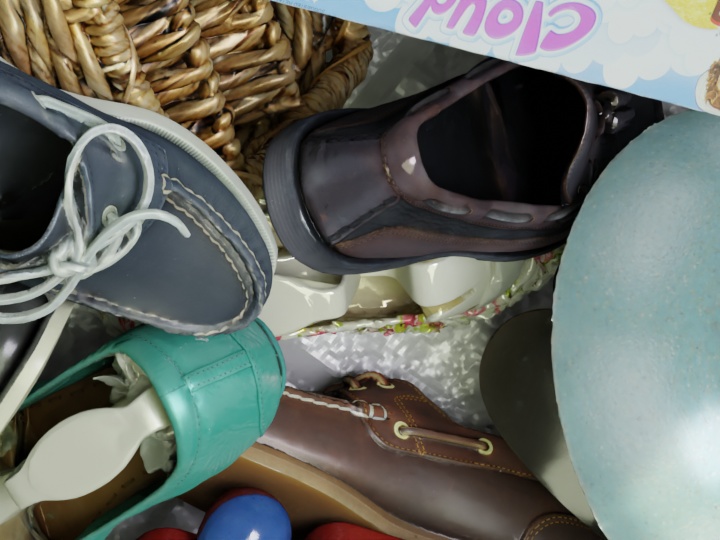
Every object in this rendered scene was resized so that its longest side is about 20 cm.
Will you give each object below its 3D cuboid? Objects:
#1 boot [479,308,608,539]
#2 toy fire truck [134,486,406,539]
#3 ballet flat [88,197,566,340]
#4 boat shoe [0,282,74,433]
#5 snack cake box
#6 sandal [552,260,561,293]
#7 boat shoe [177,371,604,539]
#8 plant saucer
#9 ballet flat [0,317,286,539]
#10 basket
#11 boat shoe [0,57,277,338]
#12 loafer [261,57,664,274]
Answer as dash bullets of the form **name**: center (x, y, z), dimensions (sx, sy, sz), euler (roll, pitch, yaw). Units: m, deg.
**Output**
- **boot**: center (0.130, 0.074, 1.123), dimensions (0.199, 0.075, 0.074), euler (29, 99, -8)
- **toy fire truck**: center (-0.028, 0.161, 1.091), dimensions (0.199, 0.112, 0.169), euler (19, 114, -10)
- **ballet flat**: center (0.000, 0.000, 1.073), dimensions (0.199, 0.064, 0.076), euler (-12, 112, -6)
- **boat shoe**: center (-0.161, 0.048, 1.012), dimensions (0.063, 0.074, 0.201), euler (39, 145, -13)
- **snack cake box**: center (0.061, -0.127, 0.952), dimensions (0.199, 0.067, 0.116), euler (12, 110, -27)
- **sandal**: center (0.158, -0.018, 1.093), dimensions (0.199, 0.043, 0.076), euler (-26, 103, -18)
- **boat shoe**: center (0.006, 0.075, 1.108), dimensions (0.199, 0.070, 0.071), euler (25, 65, -22)
- **plant saucer**: center (0.157, 0.035, 1.018), dimensions (0.200, 0.039, 0.202), euler (9, 73, -31)
- **ballet flat**: center (-0.110, 0.069, 1.036), dimensions (0.200, 0.070, 0.068), euler (-34, 79, 38)
- **basket**: center (-0.077, -0.114, 0.970), dimensions (0.148, 0.143, 0.201), euler (-17, 114, -2)
- **boat shoe**: center (-0.100, -0.027, 0.895), dimensions (0.075, 0.062, 0.200), euler (-40, 127, 16)
- **loafer**: center (0.052, -0.040, 1.005), dimensions (0.063, 0.199, 0.072), euler (-19, 89, 41)
